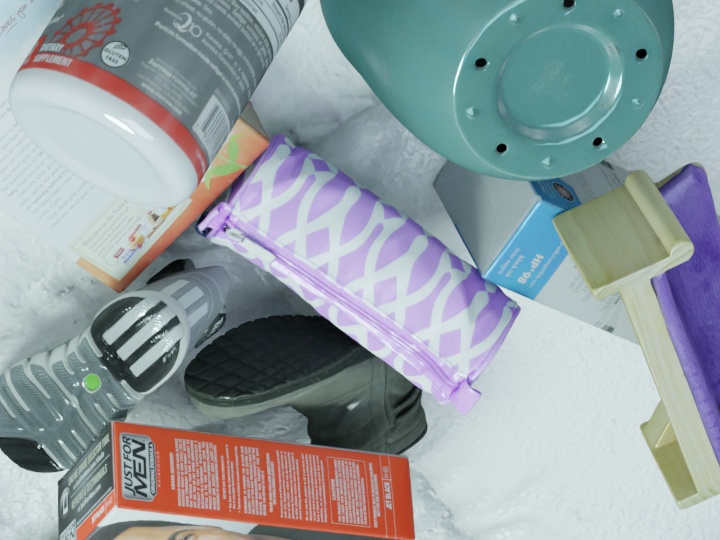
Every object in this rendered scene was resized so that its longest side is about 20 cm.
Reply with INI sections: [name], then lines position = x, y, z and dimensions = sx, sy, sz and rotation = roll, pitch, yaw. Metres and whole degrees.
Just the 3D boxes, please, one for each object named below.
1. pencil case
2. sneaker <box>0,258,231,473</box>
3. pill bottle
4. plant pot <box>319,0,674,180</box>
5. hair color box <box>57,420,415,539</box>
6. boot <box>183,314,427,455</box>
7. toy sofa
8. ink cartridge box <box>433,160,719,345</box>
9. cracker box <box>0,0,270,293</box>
[pencil case]
position = 0.000, 0.000, 1.632
dimensions = 0.200, 0.086, 0.084
rotation = 33, 122, -1
[sneaker]
position = -0.144, 0.054, 1.678
dimensions = 0.200, 0.115, 0.075
rotation = -32, 95, 43
[pill bottle]
position = -0.098, -0.145, 1.485
dimensions = 0.116, 0.116, 0.200
rotation = 44, 65, -34
[plant pot]
position = 0.091, -0.145, 1.564
dimensions = 0.200, 0.161, 0.201
rotation = -9, 125, -12
[hair color box]
position = -0.077, 0.148, 1.669
dimensions = 0.200, 0.061, 0.102
rotation = 9, 150, -24
[boot]
position = -0.025, 0.089, 1.704
dimensions = 0.200, 0.068, 0.131
rotation = -21, 129, -37
[toy sofa]
position = 0.197, 0.038, 1.623
dimensions = 0.097, 0.083, 0.200
rotation = -24, 127, 1
[ink cartridge box]
position = 0.156, -0.015, 1.697
dimensions = 0.200, 0.116, 0.067
rotation = 23, 113, -28
[cracker box]
position = -0.170, -0.095, 1.579
dimensions = 0.134, 0.058, 0.200
rotation = -44, 125, 12
